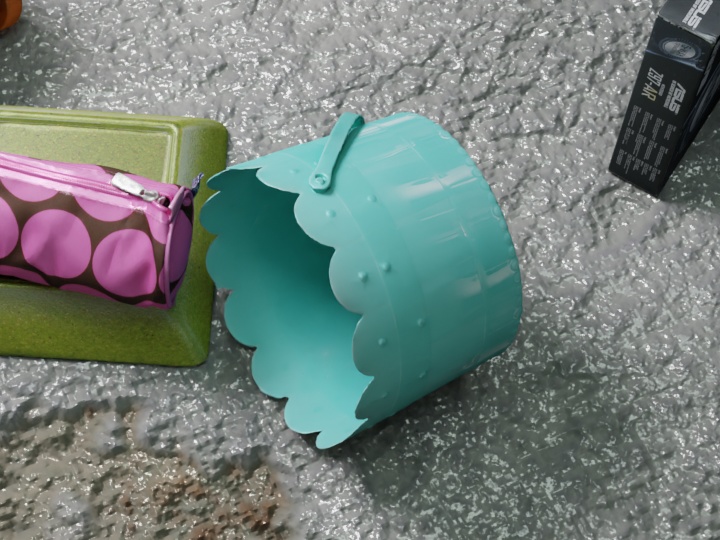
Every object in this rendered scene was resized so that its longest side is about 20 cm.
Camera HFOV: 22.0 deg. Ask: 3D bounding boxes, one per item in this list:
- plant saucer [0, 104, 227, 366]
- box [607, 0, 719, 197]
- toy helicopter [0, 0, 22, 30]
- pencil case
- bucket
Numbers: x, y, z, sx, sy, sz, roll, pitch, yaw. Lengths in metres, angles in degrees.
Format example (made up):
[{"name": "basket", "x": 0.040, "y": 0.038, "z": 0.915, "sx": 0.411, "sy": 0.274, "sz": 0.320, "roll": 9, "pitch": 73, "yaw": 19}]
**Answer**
[{"name": "plant saucer", "x": -0.199, "y": -0.038, "z": 1.296, "sx": 0.200, "sy": 0.048, "sz": 0.200, "roll": 4, "pitch": 62, "yaw": -2}, {"name": "box", "x": 0.244, "y": -0.167, "z": 1.305, "sx": 0.044, "sy": 0.200, "sz": 0.160, "roll": 30, "pitch": 64, "yaw": 12}, {"name": "toy helicopter", "x": -0.345, "y": -0.244, "z": 1.360, "sx": 0.200, "sy": 0.132, "sz": 0.079, "roll": 16, "pitch": 31, "yaw": 24}, {"name": "pencil case", "x": -0.208, "y": -0.039, "z": 1.217, "sx": 0.200, "sy": 0.094, "sz": 0.091, "roll": 11, "pitch": 61, "yaw": 3}, {"name": "bucket", "x": 0.000, "y": 0.000, "z": 1.207, "sx": 0.135, "sy": 0.207, "sz": 0.207, "roll": -23, "pitch": 66, "yaw": -25}]
